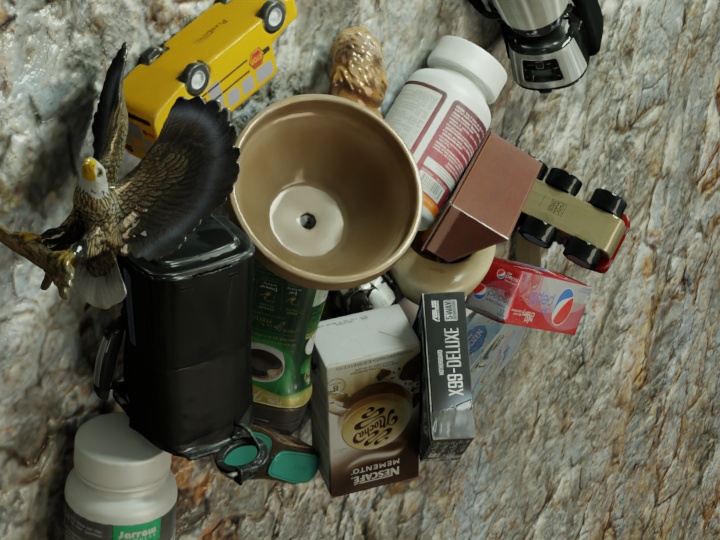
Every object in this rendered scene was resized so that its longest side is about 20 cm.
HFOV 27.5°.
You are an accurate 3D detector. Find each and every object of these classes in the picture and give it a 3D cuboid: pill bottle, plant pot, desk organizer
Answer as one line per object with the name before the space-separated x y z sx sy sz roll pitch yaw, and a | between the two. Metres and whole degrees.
pill bottle | 0.080 -0.156 1.660 0.201 0.109 0.110 -59 146 -10
pill bottle | -0.239 0.251 1.461 0.113 0.112 0.202 -23 128 -46
plant pot | -0.044 -0.066 1.464 0.201 0.201 0.093 -45 176 -28
desk organizer | 0.141 -0.077 1.669 0.072 0.076 0.200 -59 179 34

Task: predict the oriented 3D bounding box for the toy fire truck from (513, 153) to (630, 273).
toy fire truck | 0.259 -0.042 1.939 0.130 0.175 0.200 -62 161 -6

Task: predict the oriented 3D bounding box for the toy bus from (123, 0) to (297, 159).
toy bus | -0.141 -0.188 1.370 0.200 0.065 0.079 -45 142 -29

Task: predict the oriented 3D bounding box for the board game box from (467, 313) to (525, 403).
board game box | 0.153 0.117 1.935 0.199 0.043 0.201 -47 163 -25

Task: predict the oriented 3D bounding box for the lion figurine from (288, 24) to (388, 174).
lion figurine | -0.036 -0.152 1.537 0.200 0.072 0.123 -49 134 -16

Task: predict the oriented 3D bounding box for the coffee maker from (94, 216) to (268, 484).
coffee maker | -0.152 0.059 1.382 0.134 0.190 0.202 -38 139 -47

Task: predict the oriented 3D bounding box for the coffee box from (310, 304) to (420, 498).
coffee box | 0.005 0.149 1.662 0.112 0.080 0.202 -13 129 -14

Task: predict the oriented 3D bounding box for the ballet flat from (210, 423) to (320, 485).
ballet flat | -0.122 0.198 1.634 0.068 0.067 0.200 -57 146 0

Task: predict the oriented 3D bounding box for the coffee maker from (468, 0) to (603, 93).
coffee maker | 0.219 -0.342 1.719 0.193 0.134 0.201 -54 145 -19

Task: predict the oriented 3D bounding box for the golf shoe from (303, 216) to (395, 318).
golf shoe | 0.000 0.000 1.658 0.078 0.094 0.201 -47 141 -19

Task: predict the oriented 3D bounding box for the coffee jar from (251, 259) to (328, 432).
coffee jar | -0.092 0.068 1.558 0.085 0.103 0.202 -53 155 -69

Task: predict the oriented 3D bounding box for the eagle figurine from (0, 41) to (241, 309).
eagle figurine | -0.208 -0.073 1.250 0.152 0.151 0.200 46 69 -16

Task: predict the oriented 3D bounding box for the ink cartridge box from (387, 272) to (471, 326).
ink cartridge box | 0.084 0.022 1.813 0.200 0.067 0.118 -39 138 -37

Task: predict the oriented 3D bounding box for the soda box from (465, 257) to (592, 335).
soda box | 0.209 0.031 1.809 0.199 0.063 0.071 10 102 -56

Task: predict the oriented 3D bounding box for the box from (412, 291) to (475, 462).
box | 0.090 0.123 1.638 0.200 0.049 0.160 97 -10 -76

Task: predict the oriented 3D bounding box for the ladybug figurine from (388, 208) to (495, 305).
ladybug figurine | 0.090 -0.029 1.722 0.072 0.134 0.201 101 3 -45
